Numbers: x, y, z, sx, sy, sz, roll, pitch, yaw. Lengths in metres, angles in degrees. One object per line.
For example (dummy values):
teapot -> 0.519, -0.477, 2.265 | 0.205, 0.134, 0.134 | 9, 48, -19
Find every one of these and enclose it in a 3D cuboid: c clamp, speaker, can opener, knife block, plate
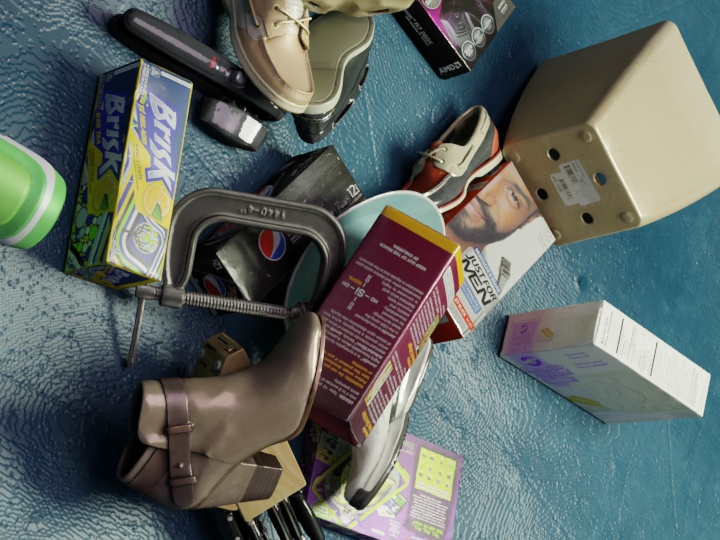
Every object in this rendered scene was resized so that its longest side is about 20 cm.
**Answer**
c clamp -> -0.113, 0.009, 1.571 | 0.200, 0.027, 0.171 | 3, 96, -12
speaker -> -0.349, -0.094, 1.417 | 0.200, 0.088, 0.089 | 33, 61, -34
can opener -> -0.153, -0.195, 1.632 | 0.200, 0.063, 0.079 | 36, 59, -32
knife block -> -0.090, 0.176, 1.570 | 0.175, 0.064, 0.200 | 18, 94, -27
plate -> 0.000, 0.000, 1.693 | 0.200, 0.026, 0.200 | -26, 137, -26

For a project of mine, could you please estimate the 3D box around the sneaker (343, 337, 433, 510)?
sneaker -> -0.010, 0.134, 1.671 | 0.115, 0.076, 0.201 | 23, 59, -6

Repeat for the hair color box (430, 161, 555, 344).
hair color box -> 0.120, -0.021, 1.848 | 0.200, 0.064, 0.111 | -45, 110, -40

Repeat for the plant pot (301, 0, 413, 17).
plant pot -> -0.006, -0.363, 1.712 | 0.200, 0.200, 0.184 | 6, 79, -42

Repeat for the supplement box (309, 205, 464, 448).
supplement box -> 0.011, 0.054, 1.598 | 0.200, 0.086, 0.110 | -57, 165, -13

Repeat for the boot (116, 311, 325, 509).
boot -> -0.125, 0.118, 1.467 | 0.146, 0.070, 0.200 | 15, 95, -24

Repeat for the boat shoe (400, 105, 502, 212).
boat shoe -> 0.092, -0.115, 1.831 | 0.200, 0.071, 0.063 | -41, 124, -46

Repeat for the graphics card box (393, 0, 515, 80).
graphics card box -> 0.079, -0.328, 1.882 | 0.200, 0.051, 0.125 | 52, 52, -23

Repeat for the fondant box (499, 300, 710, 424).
fondant box -> 0.278, 0.108, 1.910 | 0.200, 0.144, 0.058 | 33, 62, -33

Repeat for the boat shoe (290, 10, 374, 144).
boat shoe -> -0.029, -0.201, 1.743 | 0.199, 0.074, 0.066 | -77, 169, -50

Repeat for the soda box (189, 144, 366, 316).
soda box -> -0.085, -0.041, 1.663 | 0.200, 0.063, 0.071 | -46, 112, -38

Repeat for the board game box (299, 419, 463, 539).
board game box -> 0.021, 0.220, 1.730 | 0.200, 0.032, 0.120 | 27, 60, -35

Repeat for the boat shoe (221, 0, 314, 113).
boat shoe -> -0.086, -0.246, 1.650 | 0.074, 0.069, 0.200 | 10, 48, -46

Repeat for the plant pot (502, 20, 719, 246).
plant pot -> 0.279, -0.137, 1.920 | 0.177, 0.200, 0.200 | -43, 110, -40

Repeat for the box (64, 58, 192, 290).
box -> -0.213, -0.088, 1.551 | 0.064, 0.070, 0.200 | 22, 68, -40
